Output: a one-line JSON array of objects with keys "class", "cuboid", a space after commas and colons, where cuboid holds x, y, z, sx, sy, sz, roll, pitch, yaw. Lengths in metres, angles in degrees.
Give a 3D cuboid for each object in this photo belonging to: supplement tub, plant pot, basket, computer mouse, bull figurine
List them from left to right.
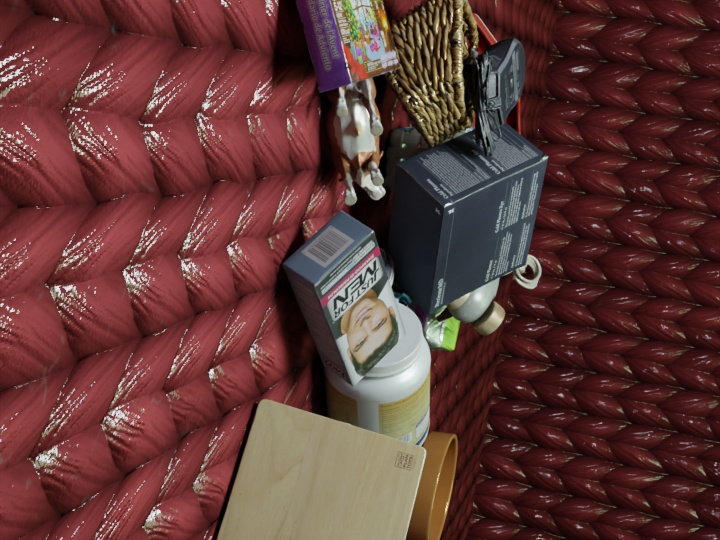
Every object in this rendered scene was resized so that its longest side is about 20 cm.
[{"class": "bull figurine", "cuboid": [-0.004, -0.153, 1.502, 0.122, 0.065, 0.201, -104, -177, -55]}, {"class": "supplement tub", "cuboid": [0.023, 0.150, 1.723, 0.201, 0.143, 0.145, 89, 18, -44]}, {"class": "plant pot", "cuboid": [0.070, 0.353, 2.101, 0.200, 0.139, 0.201, 11, 90, -78]}, {"class": "basket", "cuboid": [0.114, -0.258, 1.665, 0.143, 0.149, 0.200, 59, 3, 15]}, {"class": "basket", "cuboid": [0.134, -0.146, 1.890, 0.200, 0.175, 0.140, 26, 72, -65]}, {"class": "computer mouse", "cuboid": [0.170, -0.248, 1.686, 0.200, 0.052, 0.139, -53, 141, -56]}]

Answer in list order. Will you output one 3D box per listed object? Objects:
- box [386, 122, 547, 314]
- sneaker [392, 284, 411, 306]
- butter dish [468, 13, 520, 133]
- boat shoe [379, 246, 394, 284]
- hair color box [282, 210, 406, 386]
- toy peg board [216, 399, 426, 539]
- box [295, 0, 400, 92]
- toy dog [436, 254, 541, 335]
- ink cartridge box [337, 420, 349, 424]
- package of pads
[{"class": "box", "cuboid": [0.139, -0.073, 1.719, 0.181, 0.104, 0.201, -26, 142, -29]}, {"class": "sneaker", "cuboid": [0.031, 0.059, 1.824, 0.200, 0.081, 0.074, 44, 56, -76]}, {"class": "butter dish", "cuboid": [0.146, -0.277, 1.940, 0.200, 0.147, 0.200, 58, -8, 26]}, {"class": "boat shoe", "cuboid": [0.000, 0.000, 1.651, 0.200, 0.074, 0.093, -60, 165, -53]}, {"class": "hair color box", "cuboid": [-0.016, 0.036, 1.513, 0.099, 0.061, 0.201, -43, 143, -20]}, {"class": "toy peg board", "cuboid": [-0.050, 0.277, 1.446, 0.098, 0.198, 0.201, 111, -4, -69]}, {"class": "box", "cuboid": [-0.015, -0.267, 1.348, 0.200, 0.039, 0.138, -41, 117, -69]}, {"class": "toy dog", "cuboid": [0.165, 0.012, 1.862, 0.200, 0.096, 0.132, -42, 104, -44]}, {"class": "ink cartridge box", "cuboid": [-0.062, 0.319, 1.623, 0.176, 0.044, 0.201, -49, 144, -48]}, {"class": "package of pads", "cuboid": [0.095, 0.023, 1.945, 0.154, 0.068, 0.201, -10, -118, 56]}]
